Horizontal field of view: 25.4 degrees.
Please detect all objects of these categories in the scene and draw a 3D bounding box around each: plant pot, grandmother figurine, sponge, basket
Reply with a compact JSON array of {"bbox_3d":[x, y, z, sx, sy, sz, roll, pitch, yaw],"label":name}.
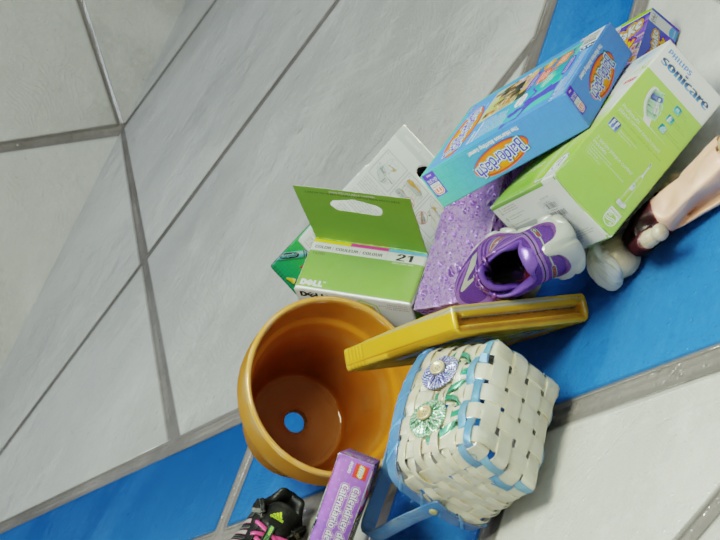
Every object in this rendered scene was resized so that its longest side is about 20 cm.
[{"bbox_3d":[-0.053,0.153,1.791,0.202,0.199,0.183,-66,7,-25],"label":"plant pot"},{"bbox_3d":[0.288,-0.051,1.513,0.200,0.061,0.121,-45,-4,32],"label":"grandmother figurine"},{"bbox_3d":[0.123,-0.051,1.729,0.111,0.030,0.202,-13,57,57],"label":"sponge"},{"bbox_3d":[0.085,0.158,1.521,0.200,0.138,0.178,-36,28,46],"label":"basket"}]

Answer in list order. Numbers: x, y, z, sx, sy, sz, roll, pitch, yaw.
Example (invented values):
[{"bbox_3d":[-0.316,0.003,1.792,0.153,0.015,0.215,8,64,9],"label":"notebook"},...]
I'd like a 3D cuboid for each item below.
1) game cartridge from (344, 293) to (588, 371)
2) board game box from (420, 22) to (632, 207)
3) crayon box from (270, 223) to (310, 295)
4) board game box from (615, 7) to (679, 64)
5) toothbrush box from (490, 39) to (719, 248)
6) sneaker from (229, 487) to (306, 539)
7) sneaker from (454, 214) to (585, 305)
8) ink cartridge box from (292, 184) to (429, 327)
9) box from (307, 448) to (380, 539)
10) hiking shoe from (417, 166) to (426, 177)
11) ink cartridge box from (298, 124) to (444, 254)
[{"bbox_3d":[0.102,0.066,1.606,0.199,0.175,0.033,-27,72,53],"label":"game cartridge"},{"bbox_3d":[0.168,-0.157,1.617,0.199,0.045,0.152,-28,18,41],"label":"board game box"},{"bbox_3d":[-0.033,-0.030,2.042,0.119,0.058,0.200,-46,-7,9],"label":"crayon box"},{"bbox_3d":[0.260,-0.196,1.797,0.199,0.045,0.136,-26,36,53],"label":"board game box"},{"bbox_3d":[0.242,-0.114,1.576,0.200,0.086,0.145,-47,8,-21],"label":"toothbrush box"},{"bbox_3d":[-0.108,0.299,1.764,0.088,0.073,0.200,-59,-3,19],"label":"sneaker"},{"bbox_3d":[0.136,-0.003,1.556,0.083,0.081,0.200,-20,-8,-27],"label":"sneaker"},{"bbox_3d":[0.000,0.000,1.779,0.146,0.201,0.076,8,57,22],"label":"ink cartridge box"},{"bbox_3d":[-0.022,0.246,1.555,0.200,0.039,0.138,63,-134,-84],"label":"box"},{"bbox_3d":[0.086,-0.076,1.919,0.201,0.100,0.076,-52,20,8],"label":"hiking shoe"},{"bbox_3d":[0.046,-0.046,1.880,0.200,0.163,0.057,-46,-7,19],"label":"ink cartridge box"}]
